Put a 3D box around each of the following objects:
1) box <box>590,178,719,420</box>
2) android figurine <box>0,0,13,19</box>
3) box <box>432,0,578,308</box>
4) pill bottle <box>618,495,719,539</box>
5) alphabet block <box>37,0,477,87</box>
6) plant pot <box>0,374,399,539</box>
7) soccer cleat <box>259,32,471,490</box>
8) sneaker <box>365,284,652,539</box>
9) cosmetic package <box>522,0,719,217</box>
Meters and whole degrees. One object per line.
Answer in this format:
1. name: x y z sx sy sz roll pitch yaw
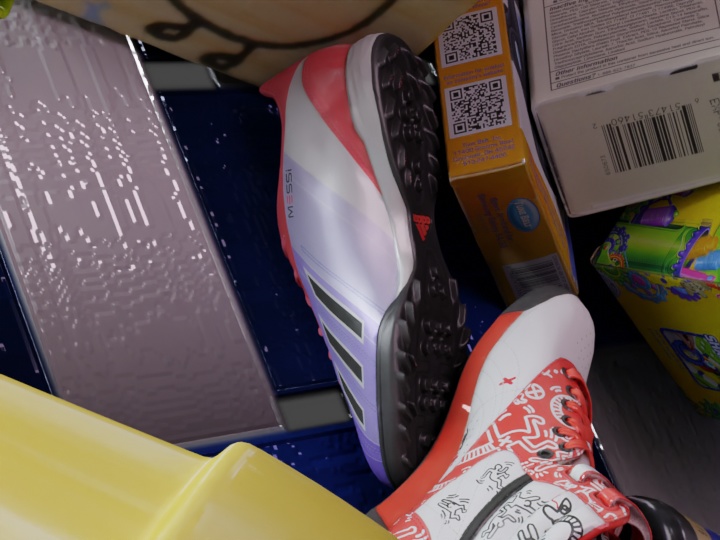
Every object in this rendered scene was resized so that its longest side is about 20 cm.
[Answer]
1. box: 0.253 -0.029 0.965 0.200 0.192 0.122 -52 124 -20
2. android figurine: -0.184 -0.179 0.767 0.198 0.183 0.041 -3 26 4
3. box: 0.065 -0.097 0.984 0.119 0.041 0.201 60 23 -55
4. pill bottle: 0.168 0.185 0.869 0.199 0.112 0.112 30 46 -22
5. alphabet block: -0.040 -0.218 0.909 0.199 0.195 0.198 18 53 -30
6. plant pot: -0.114 0.115 0.619 0.188 0.201 0.201 34 42 2
7. soccer cleat: 0.000 0.000 0.896 0.068 0.073 0.202 9 72 -60
8. sneaker: 0.080 0.087 0.841 0.202 0.107 0.068 -50 134 -38
9. cosmetic package: 0.134 -0.124 1.002 0.201 0.103 0.073 -86 159 -50
